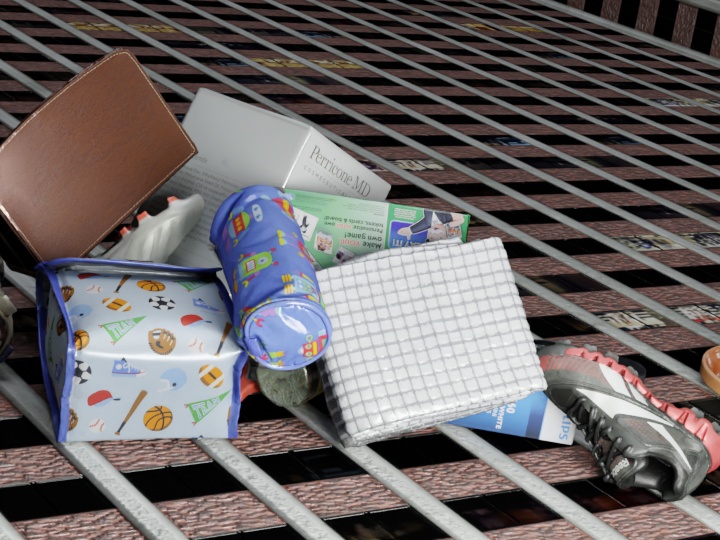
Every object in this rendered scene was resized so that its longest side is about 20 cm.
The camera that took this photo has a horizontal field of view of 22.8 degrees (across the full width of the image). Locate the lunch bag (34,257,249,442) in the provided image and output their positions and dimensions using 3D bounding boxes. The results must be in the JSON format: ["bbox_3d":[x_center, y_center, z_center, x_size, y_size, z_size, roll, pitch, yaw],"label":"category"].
[{"bbox_3d":[-0.203,0.054,1.612,0.169,0.124,0.200,3,29,-18],"label":"lunch bag"}]

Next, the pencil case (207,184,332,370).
[{"bbox_3d":[-0.084,0.005,1.576,0.087,0.078,0.200,-23,37,1],"label":"pencil case"}]

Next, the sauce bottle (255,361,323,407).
[{"bbox_3d":[-0.029,0.082,1.759,0.064,0.065,0.200,18,18,25],"label":"sauce bottle"}]

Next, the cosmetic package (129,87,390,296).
[{"bbox_3d":[-0.108,-0.051,1.822,0.165,0.201,0.165,23,-5,36],"label":"cosmetic package"}]

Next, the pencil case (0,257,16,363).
[{"bbox_3d":[-0.375,0.028,1.713,0.089,0.078,0.200,-24,23,-5],"label":"pencil case"}]

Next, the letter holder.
[{"bbox_3d":[-0.285,-0.110,1.725,0.200,0.142,0.100,-45,30,-22],"label":"letter holder"}]

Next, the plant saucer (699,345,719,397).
[{"bbox_3d":[0.464,0.129,1.918,0.199,0.032,0.200,8,17,-2],"label":"plant saucer"}]

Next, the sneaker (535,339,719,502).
[{"bbox_3d":[0.235,0.142,1.636,0.200,0.071,0.098,33,53,7],"label":"sneaker"}]

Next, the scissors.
[{"bbox_3d":[-0.117,0.119,1.677,0.073,0.014,0.200,7,17,-5],"label":"scissors"}]

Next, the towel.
[{"bbox_3d":[0.054,0.063,1.644,0.199,0.166,0.086,-12,-19,-16],"label":"towel"}]

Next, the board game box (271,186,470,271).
[{"bbox_3d":[0.000,0.000,1.707,0.199,0.135,0.029,8,-8,-11],"label":"board game box"}]

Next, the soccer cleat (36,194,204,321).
[{"bbox_3d":[-0.224,0.002,1.733,0.078,0.200,0.069,52,-4,-3],"label":"soccer cleat"}]

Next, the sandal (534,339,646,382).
[{"bbox_3d":[0.206,0.093,1.876,0.199,0.043,0.076,3,19,-20],"label":"sandal"}]

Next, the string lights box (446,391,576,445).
[{"bbox_3d":[0.112,0.111,1.745,0.199,0.059,0.103,9,17,0],"label":"string lights box"}]
